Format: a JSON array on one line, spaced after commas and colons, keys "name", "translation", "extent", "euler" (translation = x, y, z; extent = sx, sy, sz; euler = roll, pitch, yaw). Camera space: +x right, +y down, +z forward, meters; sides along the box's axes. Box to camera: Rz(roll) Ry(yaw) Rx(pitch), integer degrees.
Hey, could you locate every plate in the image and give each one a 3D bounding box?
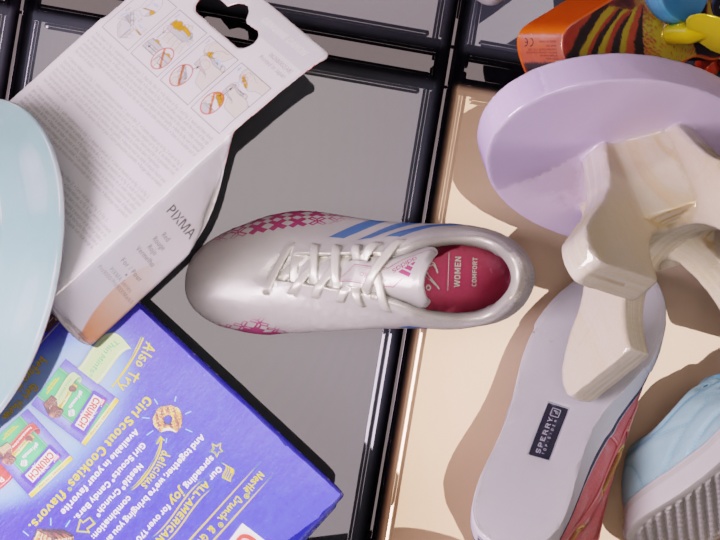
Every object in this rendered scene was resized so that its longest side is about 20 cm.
[{"name": "plate", "translation": [-0.228, 0.001, 1.394], "extent": [0.025, 0.200, 0.201], "euler": [17, 89, -39]}]

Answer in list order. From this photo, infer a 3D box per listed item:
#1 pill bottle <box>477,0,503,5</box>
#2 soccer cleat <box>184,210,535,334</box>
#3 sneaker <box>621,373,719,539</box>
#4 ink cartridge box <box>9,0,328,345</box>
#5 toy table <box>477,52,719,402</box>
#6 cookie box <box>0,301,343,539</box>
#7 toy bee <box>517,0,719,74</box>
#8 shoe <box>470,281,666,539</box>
[{"name": "pill bottle", "translation": [0.117, -0.251, 1.435], "extent": [0.200, 0.120, 0.120], "euler": [-36, 92, -2]}, {"name": "soccer cleat", "translation": [0.000, 0.000, 1.447], "extent": [0.199, 0.086, 0.070], "euler": [-2, 90, -2]}, {"name": "sneaker", "translation": [0.215, 0.080, 1.425], "extent": [0.074, 0.082, 0.200], "euler": [27, 131, -37]}, {"name": "ink cartridge box", "translation": [-0.121, -0.073, 1.416], "extent": [0.200, 0.162, 0.050], "euler": [-40, 133, -7]}, {"name": "toy table", "translation": [0.160, -0.026, 1.396], "extent": [0.199, 0.184, 0.118], "euler": [7, 49, -33]}, {"name": "cookie box", "translation": [-0.138, 0.119, 1.446], "extent": [0.200, 0.075, 0.171], "euler": [43, 87, -1]}, {"name": "toy bee", "translation": [0.178, -0.141, 1.446], "extent": [0.199, 0.131, 0.109], "euler": [-34, 116, -12]}, {"name": "shoe", "translation": [0.117, 0.097, 1.465], "extent": [0.071, 0.091, 0.201], "euler": [18, 60, 17]}]
